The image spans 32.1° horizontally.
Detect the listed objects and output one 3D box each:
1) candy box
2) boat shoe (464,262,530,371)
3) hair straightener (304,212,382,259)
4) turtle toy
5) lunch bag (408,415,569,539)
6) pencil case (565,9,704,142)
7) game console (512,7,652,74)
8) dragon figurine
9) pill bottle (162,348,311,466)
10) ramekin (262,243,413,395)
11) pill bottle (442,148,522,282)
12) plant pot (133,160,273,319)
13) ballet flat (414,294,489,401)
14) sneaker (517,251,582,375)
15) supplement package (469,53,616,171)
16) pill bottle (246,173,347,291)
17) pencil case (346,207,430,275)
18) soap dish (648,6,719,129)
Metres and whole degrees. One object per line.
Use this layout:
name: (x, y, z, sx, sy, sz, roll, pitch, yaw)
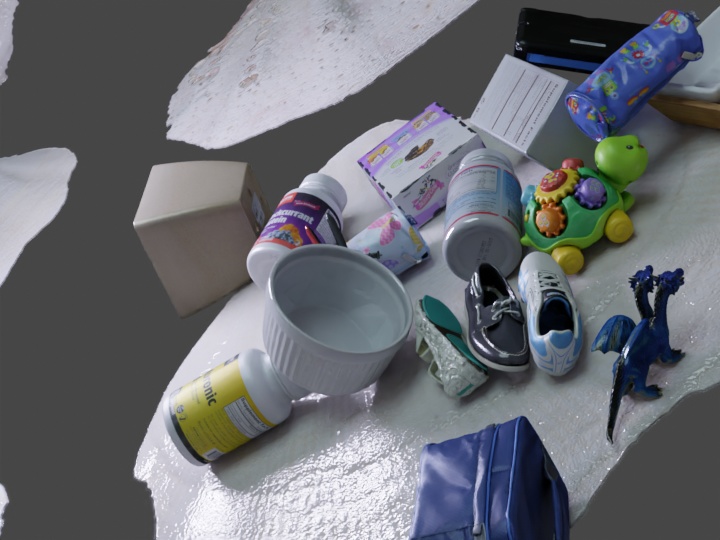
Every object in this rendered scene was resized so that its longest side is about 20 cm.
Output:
candy box: (0.102, -0.168, 1.977, 0.167, 0.072, 0.200, -36, 27, 0)
boat shoe: (0.167, 0.056, 1.546, 0.071, 0.064, 0.201, 2, 26, -8)
hair straightener: (0.000, 0.000, 1.758, 0.076, 0.041, 0.201, -33, 69, 2)
turtle toy: (0.289, -0.095, 1.620, 0.199, 0.102, 0.146, -34, 28, 5)
lunch bag: (0.137, 0.250, 1.229, 0.131, 0.136, 0.201, -23, 31, 24)
pencil case: (0.363, -0.254, 1.632, 0.199, 0.078, 0.087, -40, 46, -8)
game console: (0.316, -0.299, 1.787, 0.197, 0.118, 0.177, 8, 36, 5)
dragon figurine: (0.291, 0.084, 1.347, 0.200, 0.100, 0.059, -48, 30, -21)
pill bottle: (-0.164, 0.176, 1.714, 0.198, 0.112, 0.112, -30, 28, 11)
ramekin: (-0.038, 0.070, 1.650, 0.201, 0.197, 0.106, -75, 5, -50)
pill bottle: (0.171, -0.081, 1.726, 0.108, 0.109, 0.201, -23, 30, 23)
plant pot: (-0.250, -0.072, 2.124, 0.174, 0.202, 0.201, -15, 32, 12)
ballet flat: (0.101, 0.099, 1.584, 0.071, 0.072, 0.200, -34, 28, 3)
sneaker: (0.231, 0.038, 1.501, 0.071, 0.073, 0.201, 5, 38, -5)
supplement package: (0.262, -0.215, 1.780, 0.118, 0.116, 0.200, -60, 27, 8)
pill bottle: (-0.093, -0.060, 1.991, 0.110, 0.112, 0.201, -12, 36, 38)
pencil case: (0.007, -0.002, 1.824, 0.199, 0.083, 0.091, -35, 71, 1)
soap dish: (0.497, -0.274, 1.676, 0.200, 0.082, 0.157, -43, 29, -13)
